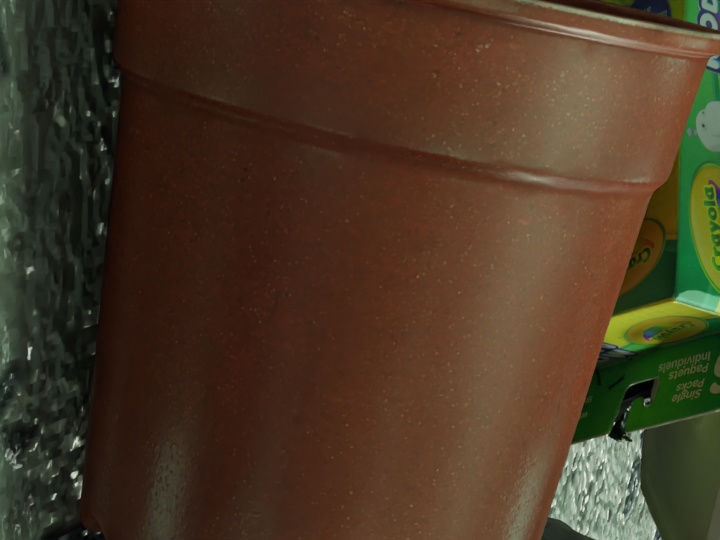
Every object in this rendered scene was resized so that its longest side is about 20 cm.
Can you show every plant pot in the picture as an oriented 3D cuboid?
[{"bbox_3d":[0.000,0.000,0.737,0.200,0.199,0.197,-10,114,-68],"label":"plant pot"}]

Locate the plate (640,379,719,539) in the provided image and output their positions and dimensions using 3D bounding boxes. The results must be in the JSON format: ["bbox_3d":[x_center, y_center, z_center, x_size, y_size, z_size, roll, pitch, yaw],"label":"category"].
[{"bbox_3d":[0.140,0.031,0.851,0.200,0.032,0.201,-97,-163,-77],"label":"plate"}]

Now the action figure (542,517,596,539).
[{"bbox_3d":[0.073,0.146,0.990,0.193,0.104,0.202,4,94,-70],"label":"action figure"}]

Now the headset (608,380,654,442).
[{"bbox_3d":[0.073,0.020,0.963,0.199,0.093,0.125,28,52,-45],"label":"headset"}]

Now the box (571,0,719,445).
[{"bbox_3d":[0.091,-0.042,0.820,0.048,0.117,0.202,14,69,-32],"label":"box"}]
